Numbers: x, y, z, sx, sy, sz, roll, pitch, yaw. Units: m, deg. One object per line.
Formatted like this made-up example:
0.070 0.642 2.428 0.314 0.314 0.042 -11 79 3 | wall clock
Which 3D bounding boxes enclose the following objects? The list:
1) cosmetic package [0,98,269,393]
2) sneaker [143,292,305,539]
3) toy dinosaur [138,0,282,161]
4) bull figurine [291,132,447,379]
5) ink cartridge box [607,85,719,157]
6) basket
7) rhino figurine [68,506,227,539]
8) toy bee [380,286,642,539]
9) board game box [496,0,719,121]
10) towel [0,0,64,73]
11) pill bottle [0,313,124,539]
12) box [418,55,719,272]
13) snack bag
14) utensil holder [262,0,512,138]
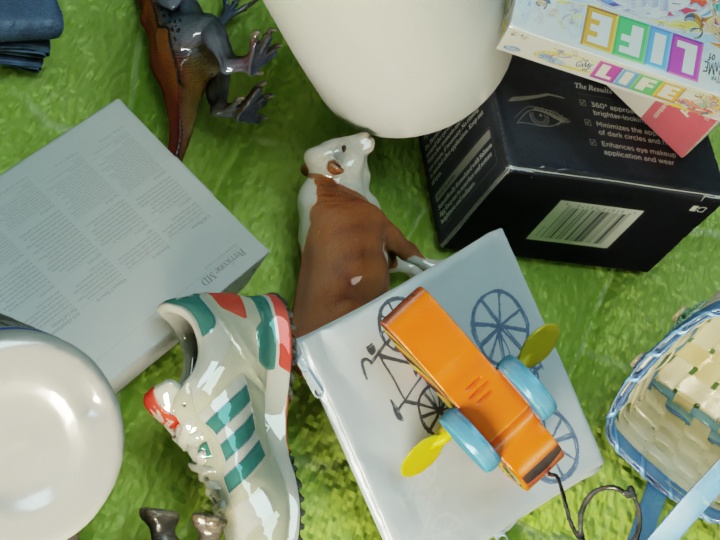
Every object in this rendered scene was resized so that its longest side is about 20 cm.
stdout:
-0.178 -0.004 1.050 0.151 0.052 0.200 44 50 6 | cosmetic package
-0.090 0.107 0.997 0.093 0.070 0.201 7 70 -24 | sneaker
-0.137 -0.188 1.178 0.181 0.105 0.200 35 59 24 | toy dinosaur
0.000 0.000 1.132 0.121 0.065 0.201 24 55 -20 | bull figurine
0.226 -0.206 1.229 0.200 0.083 0.146 45 50 5 | ink cartridge box
0.250 0.107 1.130 0.139 0.177 0.200 34 31 -3 | basket
-0.177 0.174 0.920 0.199 0.060 0.088 9 81 -22 | rhino figurine
0.086 0.105 1.045 0.130 0.109 0.201 -21 79 -2 | toy bee
0.205 -0.189 1.136 0.199 0.034 0.135 17 68 -6 | board game box
-0.311 -0.193 1.108 0.199 0.049 0.112 -2 60 -28 | towel
-0.212 0.076 0.870 0.113 0.200 0.115 -3 97 -29 | pill bottle
0.154 -0.118 1.261 0.196 0.117 0.201 7 57 -25 | box
0.063 0.094 1.090 0.199 0.021 0.189 -28 97 -33 | snack bag
0.013 -0.207 1.113 0.169 0.200 0.171 -8 61 14 | utensil holder
